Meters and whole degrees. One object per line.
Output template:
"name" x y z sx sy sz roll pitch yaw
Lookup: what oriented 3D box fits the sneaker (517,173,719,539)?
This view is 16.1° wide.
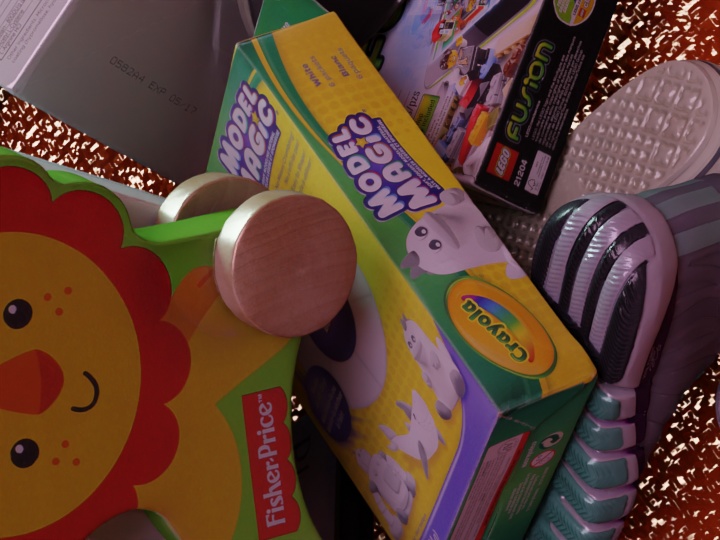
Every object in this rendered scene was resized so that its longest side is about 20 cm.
"sneaker" 0.099 0.043 0.903 0.074 0.087 0.200 54 150 27

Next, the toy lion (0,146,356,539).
"toy lion" -0.094 0.056 0.814 0.069 0.191 0.201 21 121 60

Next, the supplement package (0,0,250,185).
"supplement package" -0.125 -0.159 1.020 0.200 0.152 0.151 36 93 28

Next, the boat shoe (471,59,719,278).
"boat shoe" 0.077 -0.008 0.949 0.200 0.062 0.075 -36 50 35

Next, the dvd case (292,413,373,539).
"dvd case" -0.068 0.146 0.966 0.200 0.018 0.143 -35 36 33

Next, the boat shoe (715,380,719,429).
"boat shoe" 0.194 0.088 0.858 0.202 0.086 0.075 42 102 26

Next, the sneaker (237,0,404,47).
"sneaker" 0.027 -0.154 0.915 0.106 0.075 0.200 39 107 51

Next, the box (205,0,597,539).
"box" 0.000 0.000 0.909 0.200 0.048 0.117 57 150 28

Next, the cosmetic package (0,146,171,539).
"cosmetic package" -0.164 0.009 0.911 0.200 0.199 0.123 14 88 54

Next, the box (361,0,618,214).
"box" 0.058 -0.126 0.955 0.110 0.035 0.200 15 83 55
